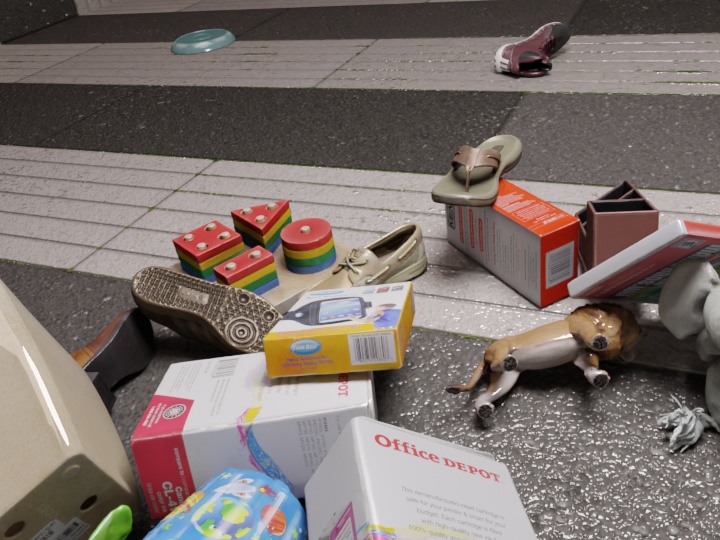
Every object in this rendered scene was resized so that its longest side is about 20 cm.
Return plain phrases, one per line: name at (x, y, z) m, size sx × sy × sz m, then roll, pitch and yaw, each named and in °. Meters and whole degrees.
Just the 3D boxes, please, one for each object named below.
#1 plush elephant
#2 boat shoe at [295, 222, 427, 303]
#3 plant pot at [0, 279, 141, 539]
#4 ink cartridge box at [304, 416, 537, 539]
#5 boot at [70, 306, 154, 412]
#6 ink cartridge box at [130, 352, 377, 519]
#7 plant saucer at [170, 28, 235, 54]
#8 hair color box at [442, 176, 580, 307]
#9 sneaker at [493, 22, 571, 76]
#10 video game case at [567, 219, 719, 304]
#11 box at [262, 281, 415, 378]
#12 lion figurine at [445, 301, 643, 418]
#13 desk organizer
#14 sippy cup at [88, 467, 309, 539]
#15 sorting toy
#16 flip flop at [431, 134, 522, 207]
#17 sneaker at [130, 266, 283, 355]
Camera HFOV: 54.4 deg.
plush elephant at (0.350, 0.061, 0.607) m, size 0.199 × 0.156 × 0.165 m, roll -16°, pitch 33°, yaw -13°
boat shoe at (0.000, 0.000, 0.874) m, size 0.199 × 0.065 × 0.072 m, roll -27°, pitch 36°, yaw -26°
plant pot at (-0.298, 0.158, 0.563) m, size 0.177 × 0.200 × 0.200 m, roll 37°, pitch 67°, yaw 28°
ink cartridge box at (0.050, 0.207, 0.462) m, size 0.144 × 0.085 × 0.200 m, roll 22°, pitch 26°, yaw -21°
boot at (-0.353, 0.116, 0.803) m, size 0.199 × 0.069 × 0.189 m, roll -7°, pitch 39°, yaw 16°
ink cartridge box at (-0.085, 0.136, 0.635) m, size 0.199 × 0.086 × 0.148 m, roll -6°, pitch 16°, yaw 2°
plant saucer at (-0.480, -0.700, 2.130) m, size 0.199 × 0.028 × 0.201 m, roll -7°, pitch 33°, yaw 4°
hair color box at (0.182, -0.049, 0.874) m, size 0.061 × 0.102 × 0.200 m, roll -22°, pitch 35°, yaw -19°
sneaker at (0.399, -0.467, 1.522) m, size 0.199 × 0.076 × 0.116 m, roll -29°, pitch 41°, yaw -11°
video game case at (0.324, -0.001, 0.683) m, size 0.199 × 0.143 × 0.018 m, roll 4°, pitch 64°, yaw -26°
box at (-0.011, 0.049, 0.684) m, size 0.118 × 0.042 × 0.200 m, roll -6°, pitch 13°, yaw 9°
lion figurine at (0.183, 0.080, 0.699) m, size 0.199 × 0.073 × 0.123 m, roll -9°, pitch 14°, yaw 10°
desk organizer at (0.295, -0.052, 0.825) m, size 0.071 × 0.077 × 0.200 m, roll -1°, pitch 16°, yaw 11°
sippy cup at (-0.102, 0.219, 0.506) m, size 0.178 × 0.140 × 0.130 m, roll 43°, pitch 31°, yaw -1°
sorting toy at (-0.134, -0.025, 0.942) m, size 0.198 × 0.070 × 0.200 m, roll -29°, pitch 37°, yaw -29°
flip flop at (0.146, -0.133, 0.866) m, size 0.081 × 0.058 × 0.200 m, roll 12°, pitch 38°, yaw 30°
sneaker at (-0.169, 0.056, 0.817) m, size 0.199 × 0.076 × 0.071 m, roll 25°, pitch 62°, yaw 3°
